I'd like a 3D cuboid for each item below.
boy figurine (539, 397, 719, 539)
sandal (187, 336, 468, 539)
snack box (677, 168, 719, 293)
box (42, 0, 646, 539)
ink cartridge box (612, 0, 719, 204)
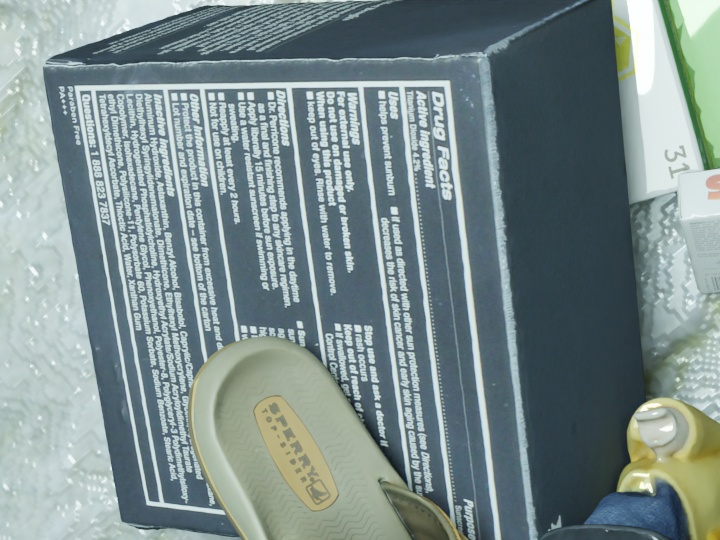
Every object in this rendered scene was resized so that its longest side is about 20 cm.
[{"bbox_3d":[0.131,0.108,0.711,0.064,0.200,0.126,-7,95,30],"label":"boy figurine"},{"bbox_3d":[0.010,0.106,0.641,0.201,0.080,0.054,56,148,6],"label":"sandal"},{"bbox_3d":[0.230,-0.024,0.733,0.198,0.072,0.025,-6,62,15],"label":"snack box"},{"bbox_3d":[0.000,0.000,0.733,0.197,0.123,0.202,4,110,32],"label":"box"},{"bbox_3d":[0.125,-0.107,0.761,0.198,0.048,0.147,-15,94,18],"label":"ink cartridge box"}]
